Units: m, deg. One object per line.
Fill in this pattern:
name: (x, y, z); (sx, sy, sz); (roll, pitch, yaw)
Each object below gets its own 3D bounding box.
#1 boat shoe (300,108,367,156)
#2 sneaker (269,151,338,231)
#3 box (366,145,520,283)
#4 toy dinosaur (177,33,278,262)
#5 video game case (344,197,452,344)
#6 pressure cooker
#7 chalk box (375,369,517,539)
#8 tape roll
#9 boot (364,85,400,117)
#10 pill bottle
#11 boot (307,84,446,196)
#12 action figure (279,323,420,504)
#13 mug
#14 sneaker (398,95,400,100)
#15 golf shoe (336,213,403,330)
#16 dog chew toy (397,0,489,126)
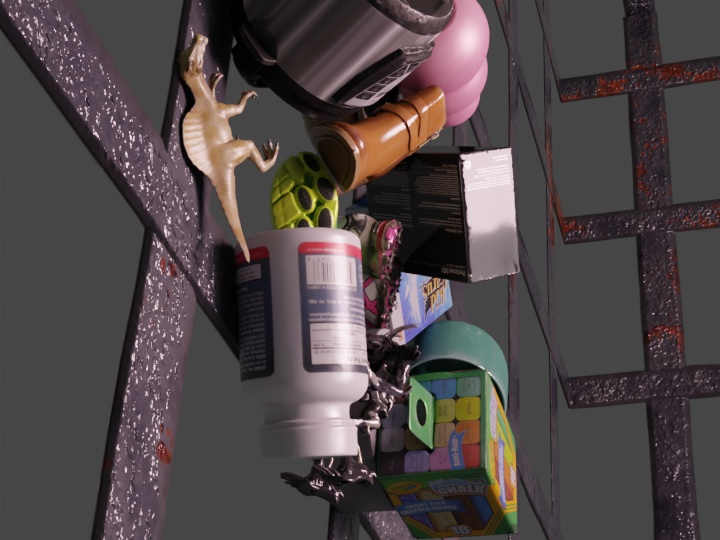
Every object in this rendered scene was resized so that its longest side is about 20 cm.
boat shoe: (-0.031, -0.178, 1.485); (0.201, 0.075, 0.072); (64, 27, -47)
sneaker: (-0.052, -0.021, 1.388); (0.084, 0.073, 0.203); (-160, -122, -78)
box: (0.089, -0.068, 1.524); (0.078, 0.199, 0.143); (-8, 100, -31)
toy dinosaur: (-0.123, -0.106, 1.194); (0.101, 0.058, 0.203); (-17, 93, -59)
video game case: (0.053, -0.013, 1.708); (0.200, 0.045, 0.184); (-33, 117, -61)
pressure cooker: (-0.029, -0.247, 1.306); (0.175, 0.200, 0.180); (30, 37, -31)
chalk box: (0.091, 0.190, 1.445); (0.201, 0.122, 0.126); (64, 25, -51)
tape roll: (0.007, 0.168, 1.500); (0.200, 0.065, 0.203); (-6, 90, -75)
boot: (0.058, -0.226, 1.632); (0.131, 0.069, 0.202); (38, 46, -36)
pill bottle: (-0.053, 0.070, 1.226); (0.119, 0.118, 0.203); (26, 60, -71)
boot: (0.028, -0.142, 1.406); (0.077, 0.154, 0.200); (58, -9, 10)
action figure: (-0.008, 0.122, 1.330); (0.102, 0.118, 0.202); (37, 56, -22)
mug: (0.105, 0.150, 1.748); (0.152, 0.184, 0.115); (50, 26, -20)
sneaker: (0.008, -0.190, 1.663); (0.082, 0.074, 0.202); (50, 26, -44)
golf shoe: (0.000, 0.000, 1.503); (0.201, 0.091, 0.073); (87, 19, -55)
dog chew toy: (0.091, -0.234, 1.521); (0.200, 0.123, 0.126); (64, 24, -62)
